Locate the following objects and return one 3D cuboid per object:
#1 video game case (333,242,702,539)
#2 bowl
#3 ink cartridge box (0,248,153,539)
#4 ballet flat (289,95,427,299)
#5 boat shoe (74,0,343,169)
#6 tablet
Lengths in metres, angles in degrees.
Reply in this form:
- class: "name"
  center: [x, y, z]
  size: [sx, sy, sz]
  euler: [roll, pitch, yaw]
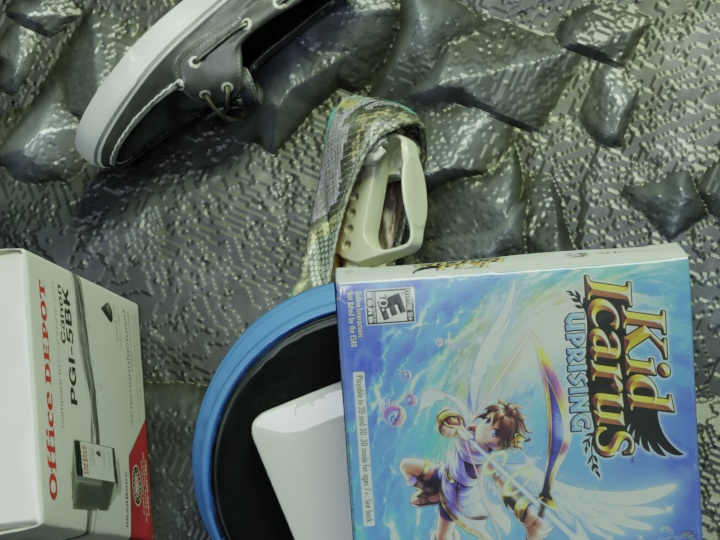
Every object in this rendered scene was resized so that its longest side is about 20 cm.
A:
- class: "video game case"
  center: [0.083, 0.093, 1.135]
  size: [0.180, 0.045, 0.201]
  euler: [-5, 99, -1]
- class: "bowl"
  center: [0.008, 0.105, 1.192]
  size: [0.199, 0.039, 0.202]
  euler: [0, 100, -1]
- class: "ink cartridge box"
  center: [-0.181, 0.078, 1.190]
  size: [0.082, 0.200, 0.148]
  euler: [-7, 80, 10]
- class: "ballet flat"
  center: [0.000, 0.000, 1.227]
  size: [0.072, 0.072, 0.201]
  euler: [9, 82, 13]
- class: "boat shoe"
  center: [-0.076, -0.122, 1.273]
  size: [0.200, 0.070, 0.066]
  euler: [-43, 74, -5]
- class: "tablet"
  center: [0.056, 0.101, 1.166]
  size: [0.199, 0.014, 0.131]
  euler: [-22, 99, 4]
